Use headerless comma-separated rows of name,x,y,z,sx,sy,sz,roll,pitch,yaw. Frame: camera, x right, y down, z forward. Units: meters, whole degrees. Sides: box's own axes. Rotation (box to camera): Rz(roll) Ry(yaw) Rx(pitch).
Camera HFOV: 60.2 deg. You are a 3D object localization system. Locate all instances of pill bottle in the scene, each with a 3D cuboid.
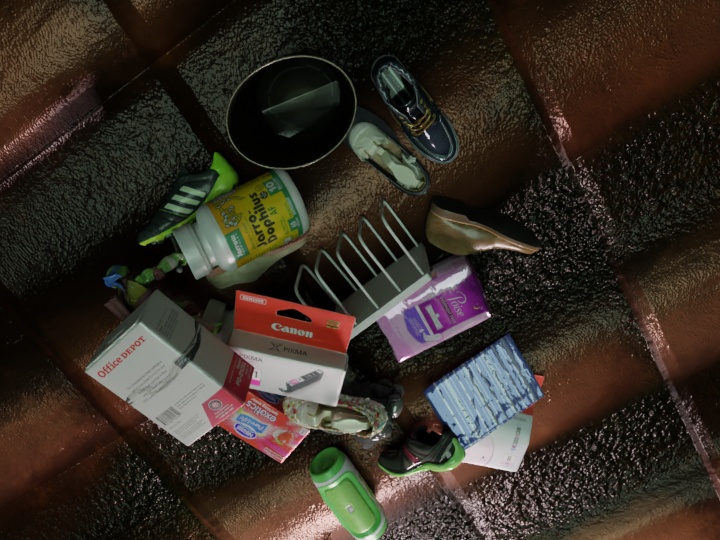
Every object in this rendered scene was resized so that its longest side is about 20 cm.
pill bottle,-0.190,0.130,1.102,0.196,0.110,0.111,22,112,-10
pill bottle,-0.189,-0.070,0.979,0.197,0.113,0.115,-28,113,-14

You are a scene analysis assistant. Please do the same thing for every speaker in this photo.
speaker,-0.023,0.456,1.257,0.087,0.089,0.202,-27,111,11

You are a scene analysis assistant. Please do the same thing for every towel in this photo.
towel,0.232,0.231,1.172,0.198,0.024,0.146,-33,99,2

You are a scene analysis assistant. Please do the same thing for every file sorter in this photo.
file sorter,0.000,0.000,1.033,0.199,0.139,0.125,-37,107,15

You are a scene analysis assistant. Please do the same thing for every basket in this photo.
basket,-0.089,-0.244,0.891,0.176,0.201,0.138,-19,114,9

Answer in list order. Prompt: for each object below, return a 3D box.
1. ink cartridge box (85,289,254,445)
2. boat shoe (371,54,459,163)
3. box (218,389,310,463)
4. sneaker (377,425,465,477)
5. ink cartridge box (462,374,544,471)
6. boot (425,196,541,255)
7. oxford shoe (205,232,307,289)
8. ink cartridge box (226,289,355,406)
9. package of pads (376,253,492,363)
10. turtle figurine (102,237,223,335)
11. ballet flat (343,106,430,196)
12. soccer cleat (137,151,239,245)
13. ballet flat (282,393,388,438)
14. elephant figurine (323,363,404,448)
ink cartridge box,-0.283,0.149,0.933,0.144,0.085,0.200,-36,114,24
boat shoe,0.085,-0.237,0.955,0.070,0.091,0.201,-38,109,15
box,-0.194,0.253,1.162,0.198,0.096,0.100,36,110,-15
sneaker,0.114,0.345,1.202,0.197,0.076,0.086,-23,87,36
ink cartridge box,0.257,0.288,1.207,0.158,0.057,0.204,12,117,-5
boot,0.204,-0.059,1.049,0.195,0.074,0.077,18,120,2
oxford shoe,-0.177,-0.027,1.069,0.195,0.072,0.074,-18,139,6
ink cartridge box,-0.115,0.129,0.993,0.195,0.044,0.176,12,130,-2
package of pads,0.123,0.066,1.095,0.197,0.076,0.122,-27,114,11
turtle figurine,-0.310,0.049,1.025,0.194,0.200,0.144,43,86,4
ballet flat,0.037,-0.188,0.988,0.199,0.073,0.073,39,108,-15
soccer cleat,-0.291,-0.116,1.022,0.198,0.068,0.082,-34,94,2
ballet flat,-0.051,0.245,1.061,0.195,0.064,0.078,0,105,16
elephant figurine,-0.029,0.228,1.144,0.196,0.141,0.158,25,79,-7
